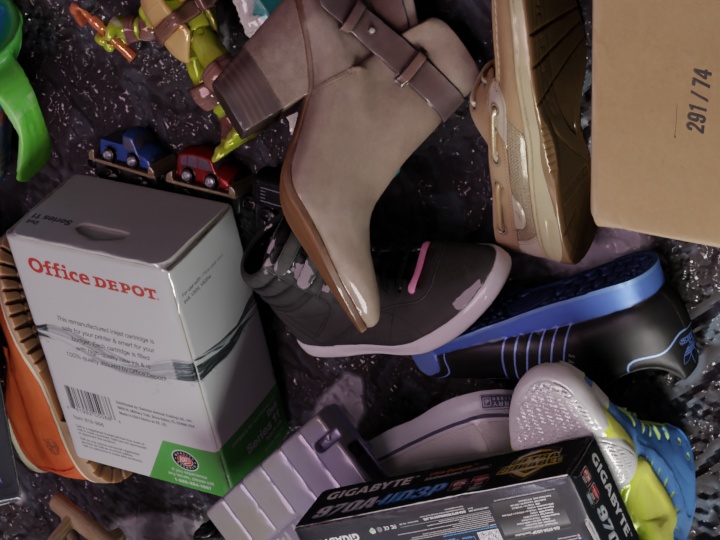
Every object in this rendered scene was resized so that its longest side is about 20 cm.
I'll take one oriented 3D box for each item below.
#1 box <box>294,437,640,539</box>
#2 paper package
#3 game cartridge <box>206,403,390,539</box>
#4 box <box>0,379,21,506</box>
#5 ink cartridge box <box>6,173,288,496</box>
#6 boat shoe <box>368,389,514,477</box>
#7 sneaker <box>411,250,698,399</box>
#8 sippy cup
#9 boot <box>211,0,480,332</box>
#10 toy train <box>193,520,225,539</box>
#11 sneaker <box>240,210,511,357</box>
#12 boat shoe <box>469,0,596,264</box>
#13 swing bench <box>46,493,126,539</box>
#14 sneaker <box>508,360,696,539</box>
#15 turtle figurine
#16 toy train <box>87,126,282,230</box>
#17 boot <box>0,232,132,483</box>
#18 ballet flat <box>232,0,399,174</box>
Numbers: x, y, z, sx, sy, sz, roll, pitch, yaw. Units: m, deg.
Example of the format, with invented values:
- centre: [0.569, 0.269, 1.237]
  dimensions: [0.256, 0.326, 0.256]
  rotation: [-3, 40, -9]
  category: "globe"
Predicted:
- centre: [0.077, 0.193, 1.296]
  dimensions: [0.199, 0.046, 0.160]
  rotation: [-16, 109, 32]
  category: "box"
- centre: [0.224, -0.115, 1.164]
  dimensions: [0.189, 0.103, 0.202]
  rotation: [12, 119, 29]
  category: "paper package"
- centre: [-0.001, 0.201, 1.406]
  dimensions: [0.130, 0.038, 0.201]
  rotation: [-42, 82, 36]
  category: "game cartridge"
- centre: [-0.318, 0.081, 1.584]
  dimensions: [0.122, 0.105, 0.202]
  rotation: [154, 105, -77]
  category: "box"
- centre: [-0.145, 0.044, 1.500]
  dimensions: [0.145, 0.083, 0.201]
  rotation: [12, 132, 31]
  category: "ink cartridge box"
- centre: [0.051, 0.136, 1.406]
  dimensions: [0.200, 0.070, 0.071]
  rotation: [-35, 57, 56]
  category: "boat shoe"
- centre: [0.118, 0.050, 1.348]
  dimensions: [0.199, 0.070, 0.078]
  rotation: [-16, 107, 42]
  category: "sneaker"
- centre: [-0.300, -0.119, 1.528]
  dimensions: [0.178, 0.138, 0.131]
  rotation: [-117, 21, -46]
  category: "sippy cup"
- centre: [0.009, -0.084, 1.313]
  dimensions: [0.201, 0.145, 0.070]
  rotation: [60, 170, -8]
  category: "boot"
- centre: [-0.038, 0.190, 1.533]
  dimensions: [0.199, 0.046, 0.034]
  rotation: [-2, 119, 42]
  category: "toy train"
- centre: [0.000, 0.000, 1.366]
  dimensions: [0.199, 0.071, 0.099]
  rotation: [-12, 136, 47]
  category: "sneaker"
- centre: [0.094, -0.097, 1.287]
  dimensions: [0.064, 0.071, 0.202]
  rotation: [7, 118, 31]
  category: "boat shoe"
- centre: [-0.162, 0.301, 1.614]
  dimensions: [0.198, 0.130, 0.200]
  rotation: [15, 136, 27]
  category: "swing bench"
- centre: [0.151, 0.112, 1.319]
  dimensions: [0.075, 0.105, 0.201]
  rotation: [-6, 127, 29]
  category: "sneaker"
- centre: [-0.117, -0.153, 1.414]
  dimensions: [0.162, 0.064, 0.200]
  rotation: [58, 151, -1]
  category: "turtle figurine"
- centre: [-0.105, -0.062, 1.472]
  dimensions: [0.198, 0.034, 0.046]
  rotation: [15, 118, 28]
  category: "toy train"
- centre: [-0.243, 0.066, 1.616]
  dimensions: [0.107, 0.075, 0.202]
  rotation: [-4, 108, 46]
  category: "boot"
- centre: [-0.035, -0.137, 1.374]
  dimensions: [0.071, 0.072, 0.201]
  rotation: [-21, 98, 40]
  category: "ballet flat"
